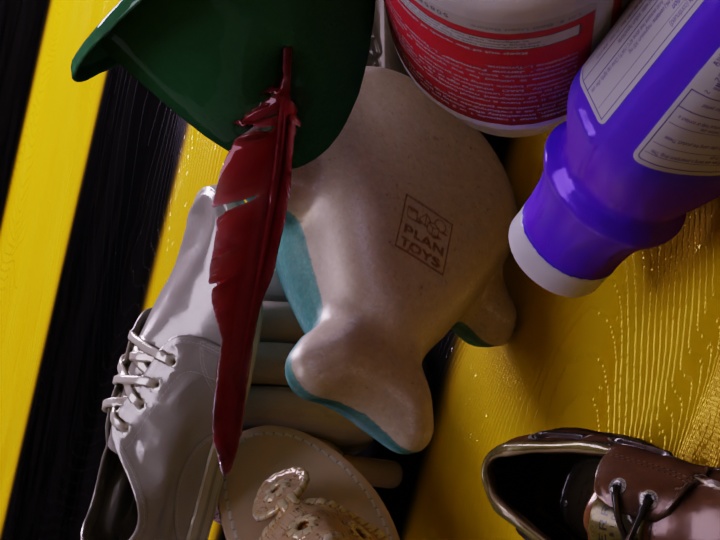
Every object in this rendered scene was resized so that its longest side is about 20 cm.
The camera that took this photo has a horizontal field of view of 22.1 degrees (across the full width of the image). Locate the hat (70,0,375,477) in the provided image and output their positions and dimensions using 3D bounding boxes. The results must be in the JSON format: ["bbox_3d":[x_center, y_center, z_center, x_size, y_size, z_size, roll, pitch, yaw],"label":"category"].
[{"bbox_3d":[-0.012,-0.062,0.784,0.200,0.176,0.166,-37,2,26],"label":"hat"}]

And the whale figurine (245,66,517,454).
[{"bbox_3d":[0.000,0.000,0.867,0.104,0.159,0.201,-36,33,40],"label":"whale figurine"}]

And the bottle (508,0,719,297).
[{"bbox_3d":[0.124,-0.065,0.713,0.200,0.083,0.066,-55,47,45],"label":"bottle"}]

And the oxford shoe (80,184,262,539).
[{"bbox_3d":[-0.092,0.057,0.888,0.075,0.057,0.201,26,104,61],"label":"oxford shoe"}]

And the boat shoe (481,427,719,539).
[{"bbox_3d":[0.113,0.103,0.695,0.200,0.068,0.072,7,86,65],"label":"boat shoe"}]

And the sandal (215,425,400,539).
[{"bbox_3d":[-0.009,0.145,0.837,0.070,0.077,0.212,86,161,-60],"label":"sandal"}]

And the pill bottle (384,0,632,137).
[{"bbox_3d":[0.063,-0.124,0.757,0.200,0.112,0.113,70,-157,-76],"label":"pill bottle"}]

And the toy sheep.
[{"bbox_3d":[-0.047,0.068,0.978,0.138,0.137,0.201,-36,50,57],"label":"toy sheep"}]

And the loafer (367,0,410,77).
[{"bbox_3d":[0.025,-0.129,0.978,0.076,0.067,0.201,-159,64,-64],"label":"loafer"}]
